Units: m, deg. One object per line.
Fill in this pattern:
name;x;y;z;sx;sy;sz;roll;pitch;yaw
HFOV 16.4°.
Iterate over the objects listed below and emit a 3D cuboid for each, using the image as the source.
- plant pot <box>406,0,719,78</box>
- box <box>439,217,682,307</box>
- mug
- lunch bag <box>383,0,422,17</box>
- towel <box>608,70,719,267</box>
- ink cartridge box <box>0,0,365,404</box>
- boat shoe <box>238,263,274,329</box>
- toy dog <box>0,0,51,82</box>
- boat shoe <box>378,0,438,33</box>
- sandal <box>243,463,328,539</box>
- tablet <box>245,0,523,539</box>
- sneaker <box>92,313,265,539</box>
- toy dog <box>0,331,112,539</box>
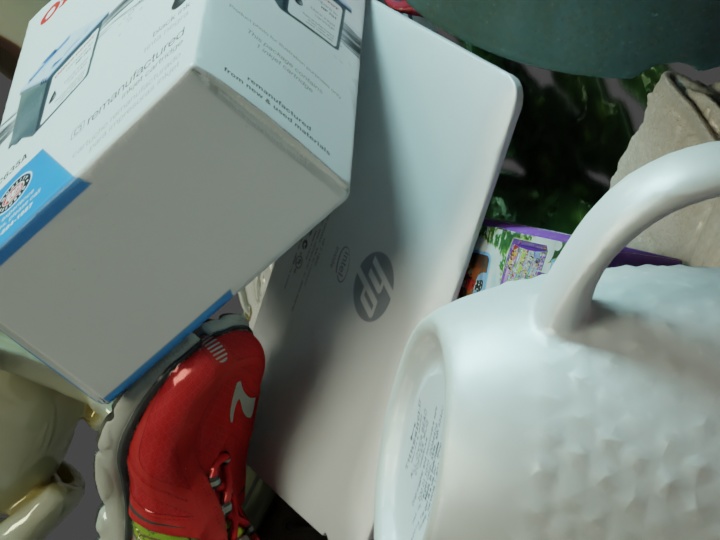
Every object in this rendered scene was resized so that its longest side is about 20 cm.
plant pot;0.086;-0.183;0.810;0.201;0.199;0.197;-124;32;-45
box;0.052;0.083;0.960;0.137;0.039;0.202;15;96;56
mug;0.104;0.049;0.780;0.148;0.174;0.201;-99;21;-57
lunch bag;0.079;-0.204;0.999;0.176;0.081;0.202;-9;76;54
towel;0.117;0.037;0.938;0.133;0.034;0.201;54;127;48
ink cartridge box;-0.075;-0.068;1.005;0.146;0.086;0.201;-40;27;27
boat shoe;-0.047;-0.053;1.159;0.069;0.070;0.202;-30;60;47
toy dog;-0.132;-0.111;1.212;0.139;0.194;0.201;4;120;42
boat shoe;-0.012;-0.118;1.125;0.072;0.067;0.201;-38;53;45
sandal;-0.024;0.099;1.108;0.057;0.080;0.201;41;117;4
tablet;0.000;0.000;1.009;0.130;0.014;0.201;36;112;54
sneaker;-0.061;0.106;1.030;0.085;0.077;0.201;37;132;29
toy dog;-0.208;0.069;1.303;0.200;0.139;0.195;-54;32;35
